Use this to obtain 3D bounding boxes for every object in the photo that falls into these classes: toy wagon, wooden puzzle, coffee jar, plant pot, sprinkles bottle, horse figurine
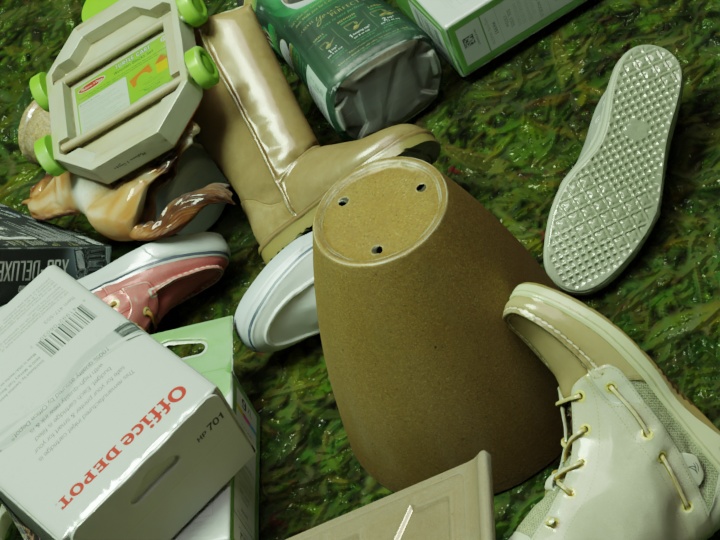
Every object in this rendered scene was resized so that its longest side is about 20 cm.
[{"bbox_3d":[-0.185,-0.162,1.563,0.155,0.040,0.200,-28,48,18],"label":"toy wagon"},{"bbox_3d":[0.017,0.229,1.269,0.200,0.046,0.186,-30,41,30],"label":"wooden puzzle"},{"bbox_3d":[-0.022,-0.195,1.652,0.104,0.085,0.200,-31,46,-9],"label":"coffee jar"},{"bbox_3d":[0.043,0.025,1.351,0.186,0.200,0.187,-13,48,15],"label":"plant pot"},{"bbox_3d":[-0.197,-0.090,1.653,0.200,0.068,0.068,25,65,38],"label":"sprinkles bottle"},{"bbox_3d":[-0.187,-0.073,1.566,0.200,0.050,0.133,31,88,41],"label":"horse figurine"}]

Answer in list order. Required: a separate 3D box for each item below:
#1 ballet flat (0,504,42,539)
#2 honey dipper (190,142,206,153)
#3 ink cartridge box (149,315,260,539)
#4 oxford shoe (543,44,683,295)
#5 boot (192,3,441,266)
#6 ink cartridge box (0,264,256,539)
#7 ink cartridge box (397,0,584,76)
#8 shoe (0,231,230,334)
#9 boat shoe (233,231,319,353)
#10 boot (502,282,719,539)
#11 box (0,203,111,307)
[{"bbox_3d":[-0.252,0.164,1.467,0.071,0.069,0.200,-56,47,8],"label":"ballet flat"},{"bbox_3d":[-0.115,-0.094,1.647,0.200,0.038,0.038,16,59,39],"label":"honey dipper"},{"bbox_3d":[-0.129,0.136,1.430,0.103,0.059,0.201,-14,47,13],"label":"ink cartridge box"},{"bbox_3d":[0.187,-0.069,1.470,0.075,0.058,0.201,20,72,2],"label":"oxford shoe"},{"bbox_3d":[-0.053,-0.123,1.543,0.175,0.066,0.200,-34,68,16],"label":"boot"},{"bbox_3d":[-0.193,0.107,1.381,0.146,0.086,0.200,-44,50,-16],"label":"ink cartridge box"},{"bbox_3d":[0.134,-0.253,1.638,0.200,0.059,0.104,-33,45,-6],"label":"ink cartridge box"},{"bbox_3d":[-0.181,0.046,1.534,0.199,0.072,0.091,-22,67,-10],"label":"shoe"},{"bbox_3d":[0.000,0.000,1.479,0.200,0.074,0.067,-38,46,-10],"label":"boat shoe"},{"bbox_3d":[0.132,0.120,1.263,0.200,0.072,0.155,44,77,2],"label":"boot"},{"bbox_3d":[-0.322,-0.022,1.596,0.200,0.157,0.050,20,104,36],"label":"box"}]
